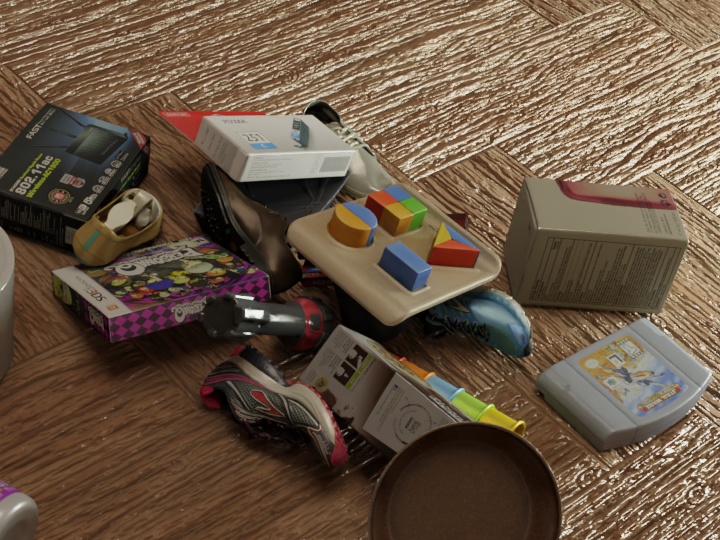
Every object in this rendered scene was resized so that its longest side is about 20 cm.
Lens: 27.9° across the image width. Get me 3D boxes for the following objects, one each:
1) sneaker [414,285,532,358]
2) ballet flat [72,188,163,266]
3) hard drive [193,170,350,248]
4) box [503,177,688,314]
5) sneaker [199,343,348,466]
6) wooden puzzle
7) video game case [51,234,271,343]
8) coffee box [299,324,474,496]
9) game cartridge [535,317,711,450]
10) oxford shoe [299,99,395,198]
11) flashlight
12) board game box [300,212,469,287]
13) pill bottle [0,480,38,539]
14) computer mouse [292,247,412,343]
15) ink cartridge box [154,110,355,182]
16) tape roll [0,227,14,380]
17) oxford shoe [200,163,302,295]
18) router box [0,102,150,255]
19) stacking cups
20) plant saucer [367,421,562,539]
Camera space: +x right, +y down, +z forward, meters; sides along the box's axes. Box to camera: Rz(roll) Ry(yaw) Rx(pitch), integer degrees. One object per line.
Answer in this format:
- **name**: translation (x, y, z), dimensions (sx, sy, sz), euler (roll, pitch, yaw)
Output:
- **sneaker**: translation (0.117, 0.061, 1.741), dimensions (0.199, 0.079, 0.090), euler (26, 51, 29)
- **ballet flat**: translation (-0.276, -0.062, 1.742), dimensions (0.068, 0.063, 0.200), euler (37, 27, -2)
- **hard drive**: translation (-0.112, -0.089, 1.863), dimensions (0.134, 0.043, 0.200), euler (26, 43, 15)
- **box**: translation (0.294, -0.031, 1.835), dimensions (0.198, 0.129, 0.109), euler (5, 41, -9)
- **sneaker**: translation (-0.090, 0.159, 1.565), dimensions (0.075, 0.081, 0.199), euler (-39, 47, -24)
- **wooden puzzle**: translation (0.044, -0.033, 1.679), dimensions (0.185, 0.047, 0.199), euler (40, 42, 25)
- **video game case**: translation (-0.231, 0.017, 1.669), dimensions (0.199, 0.036, 0.181), euler (-15, 24, -28)
- **coffee box**: translation (0.045, 0.155, 1.559), dimensions (0.200, 0.080, 0.113), euler (38, 4, 27)
- **game cartridge**: translation (0.321, 0.136, 1.725), dimensions (0.199, 0.042, 0.133), euler (-24, 48, -35)
- **oxford shoe**: translation (-0.022, -0.163, 1.960), dimensions (0.075, 0.058, 0.200), euler (-18, 51, -34)
- **flashlight**: translation (-0.104, 0.056, 1.614), dimensions (0.068, 0.068, 0.199), euler (43, 18, 28)
- **board game box**: translation (0.030, -0.025, 1.783), dimensions (0.198, 0.020, 0.103), euler (-4, 42, 17)
- **pill bottle**: translation (-0.415, 0.221, 1.386), dimensions (0.199, 0.105, 0.104), euler (25, 42, 14)
- **computer mouse**: translation (0.000, 0.000, 1.715), dimensions (0.137, 0.053, 0.201), euler (-21, 48, 0)
- **ink cartridge box**: translation (-0.133, -0.177, 1.851), dimensions (0.176, 0.045, 0.199), euler (40, 29, 31)
- **tape roll**: translation (-0.473, 0.036, 1.555), dimensions (0.201, 0.140, 0.204), euler (7, 41, -6)
- **oxford shoe**: translation (-0.133, -0.051, 1.754), dimensions (0.084, 0.073, 0.201), euler (-17, 63, -28)
- **router box**: translation (-0.368, -0.116, 1.813), dimensions (0.149, 0.062, 0.201), euler (17, 41, 7)
- **stacking cups**: translation (0.088, 0.150, 1.641), dimensions (0.199, 0.061, 0.060), euler (29, 43, 25)
- **plant saucer**: translation (0.102, 0.247, 1.454), dimensions (0.198, 0.202, 0.037), euler (5, 6, -9)
